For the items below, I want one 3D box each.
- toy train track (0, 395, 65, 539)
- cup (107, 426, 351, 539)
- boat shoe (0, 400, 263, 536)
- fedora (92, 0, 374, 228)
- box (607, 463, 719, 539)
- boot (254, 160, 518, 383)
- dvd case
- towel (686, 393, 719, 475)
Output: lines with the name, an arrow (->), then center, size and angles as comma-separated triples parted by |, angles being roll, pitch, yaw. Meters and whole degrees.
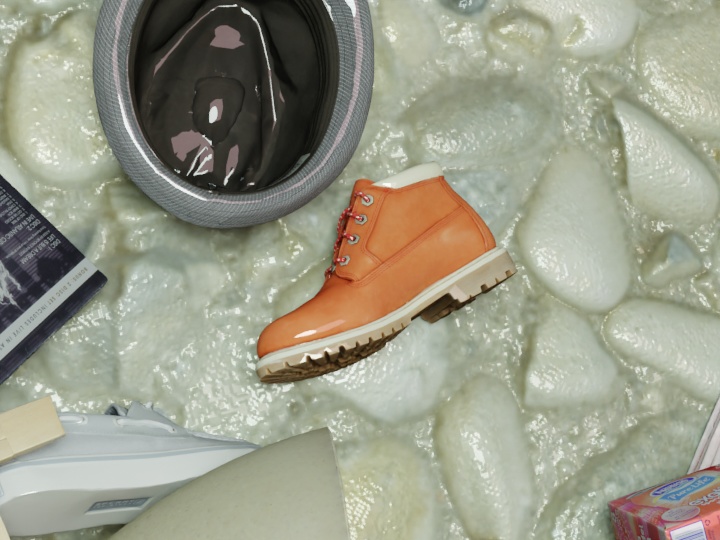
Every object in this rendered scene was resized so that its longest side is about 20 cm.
toy train track -> -0.227, 0.062, 0.648 | 0.114, 0.033, 0.201 | -19, 73, -28
cup -> -0.072, 0.194, 0.678 | 0.141, 0.200, 0.203 | -7, 80, -5
boat shoe -> -0.135, 0.108, 0.732 | 0.198, 0.072, 0.069 | 0, 54, -40
fedora -> -0.085, -0.123, 0.805 | 0.175, 0.090, 0.203 | 5, 83, -17
box -> 0.244, 0.236, 0.814 | 0.102, 0.095, 0.202 | -17, 94, -10
boot -> 0.000, 0.000, 0.824 | 0.199, 0.075, 0.108 | -27, 85, -31
dvd case -> -0.256, -0.025, 0.723 | 0.200, 0.016, 0.149 | 44, 36, -6
towel -> 0.321, 0.195, 0.913 | 0.199, 0.032, 0.192 | 31, 70, -10
